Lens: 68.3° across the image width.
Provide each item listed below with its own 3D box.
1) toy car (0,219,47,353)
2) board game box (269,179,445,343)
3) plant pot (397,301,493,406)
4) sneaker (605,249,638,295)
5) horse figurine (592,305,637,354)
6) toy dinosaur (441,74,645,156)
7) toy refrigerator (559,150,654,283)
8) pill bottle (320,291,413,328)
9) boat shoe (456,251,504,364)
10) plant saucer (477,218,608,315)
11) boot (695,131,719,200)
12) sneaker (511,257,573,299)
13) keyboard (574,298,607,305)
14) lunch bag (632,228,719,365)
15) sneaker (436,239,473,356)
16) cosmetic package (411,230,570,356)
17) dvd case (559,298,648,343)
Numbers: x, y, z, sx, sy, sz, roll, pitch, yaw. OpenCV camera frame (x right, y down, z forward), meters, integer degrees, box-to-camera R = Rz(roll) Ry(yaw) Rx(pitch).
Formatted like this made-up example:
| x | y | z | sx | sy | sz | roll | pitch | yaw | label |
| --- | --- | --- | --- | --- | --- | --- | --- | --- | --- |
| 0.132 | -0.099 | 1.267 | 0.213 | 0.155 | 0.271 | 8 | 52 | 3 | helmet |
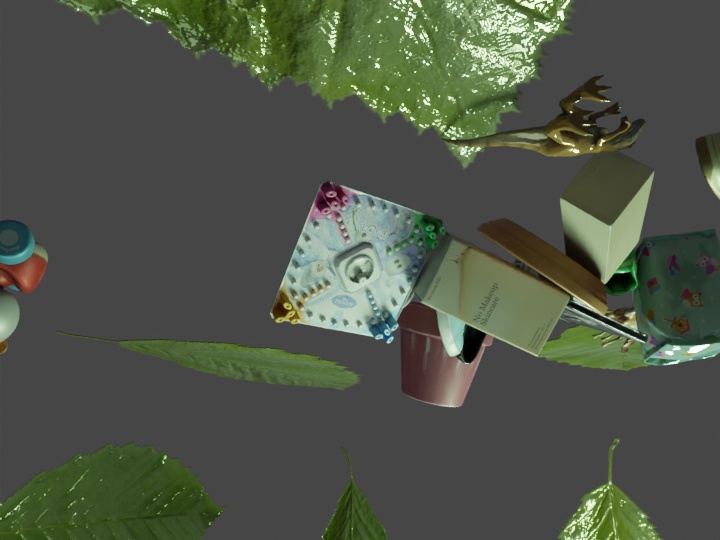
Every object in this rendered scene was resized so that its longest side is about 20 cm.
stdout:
| x | y | z | sx | sy | sz | roll | pitch | yaw | label |
| --- | --- | --- | --- | --- | --- | --- | --- | --- | --- |
| -0.587 | 0.040 | 0.801 | 0.174 | 0.204 | 0.184 | 11 | 158 | -26 | toy car |
| 0.000 | 0.000 | 0.720 | 0.197 | 0.203 | 0.026 | 14 | -158 | -29 | board game box |
| 0.160 | 0.167 | 1.070 | 0.196 | 0.183 | 0.200 | 10 | 180 | 0 | plant pot |
| 0.386 | 0.003 | 0.827 | 0.073 | 0.085 | 0.200 | -7 | 160 | 21 | sneaker |
| 0.595 | 0.126 | 1.196 | 0.131 | 0.051 | 0.199 | -30 | 139 | 26 | horse figurine |
| 0.184 | -0.128 | 0.507 | 0.196 | 0.062 | 0.106 | 1 | 162 | -1 | toy dinosaur |
| 0.291 | -0.060 | 0.641 | 0.070 | 0.076 | 0.200 | 39 | 180 | 30 | toy refrigerator |
| -0.009 | 0.032 | 0.883 | 0.113 | 0.117 | 0.199 | 13 | 157 | -31 | pill bottle |
| 0.200 | 0.070 | 0.892 | 0.069 | 0.066 | 0.203 | 7 | 118 | -28 | boat shoe |
| 0.249 | -0.013 | 0.716 | 0.198 | 0.038 | 0.200 | 34 | -171 | -6 | plant saucer |
| 0.451 | -0.110 | 0.533 | 0.198 | 0.073 | 0.153 | 18 | 152 | -39 | boot |
| 0.313 | 0.012 | 0.909 | 0.112 | 0.074 | 0.200 | 14 | 173 | 26 | sneaker |
| 0.455 | 0.051 | 1.070 | 0.055 | 0.011 | 0.199 | -10 | 158 | 29 | keyboard |
| 0.488 | 0.052 | 0.826 | 0.119 | 0.174 | 0.200 | -7 | 160 | 13 | lunch bag |
| 0.159 | 0.047 | 0.841 | 0.080 | 0.074 | 0.203 | -6 | 116 | 10 | sneaker |
| 0.186 | 0.032 | 0.770 | 0.197 | 0.105 | 0.073 | 23 | -169 | -12 | cosmetic package |
| 0.339 | 0.067 | 0.864 | 0.147 | 0.016 | 0.200 | 24 | 179 | -15 | dvd case |
